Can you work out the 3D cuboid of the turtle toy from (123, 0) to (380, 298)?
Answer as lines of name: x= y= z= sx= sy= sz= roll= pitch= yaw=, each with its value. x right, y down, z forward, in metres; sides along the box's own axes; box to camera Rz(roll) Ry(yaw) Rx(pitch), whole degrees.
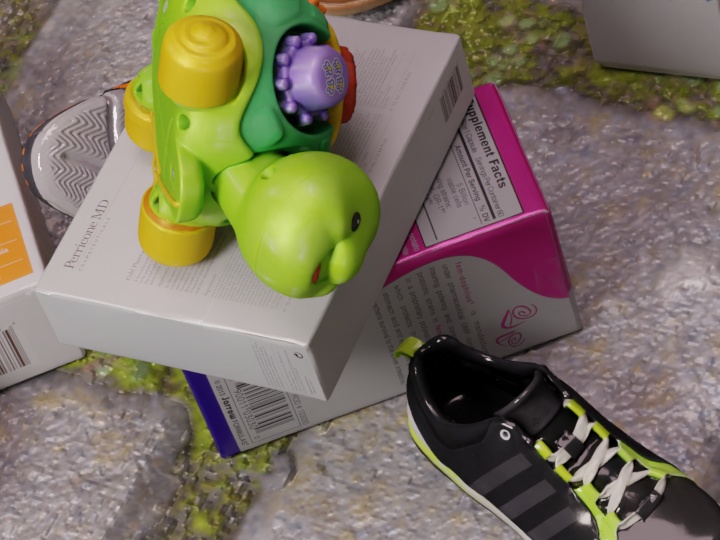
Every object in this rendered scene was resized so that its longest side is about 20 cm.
turtle toy: x=-0.050 y=-0.069 z=1.323 sx=0.101 sy=0.146 sz=0.200 roll=-1 pitch=49 yaw=-12

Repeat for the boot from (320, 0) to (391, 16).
boot: x=0.018 y=-0.253 z=1.624 sx=0.074 sy=0.155 sz=0.200 roll=29 pitch=65 yaw=33

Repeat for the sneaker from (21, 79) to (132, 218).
sneaker: x=-0.123 y=-0.063 z=1.533 sx=0.112 sy=0.078 sz=0.200 roll=4 pitch=9 yaw=43

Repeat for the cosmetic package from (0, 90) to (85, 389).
cosmetic package: x=-0.228 y=-0.026 z=1.568 sx=0.101 sy=0.071 sz=0.200 roll=-22 pitch=49 yaw=-2

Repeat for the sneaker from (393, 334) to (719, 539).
sneaker: x=0.091 y=0.092 z=1.372 sx=0.200 sy=0.083 sz=0.072 roll=27 pitch=64 yaw=32

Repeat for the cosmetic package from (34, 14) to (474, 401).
cosmetic package: x=-0.050 y=-0.040 z=1.408 sx=0.151 sy=0.052 sz=0.200 roll=13 pitch=57 yaw=22

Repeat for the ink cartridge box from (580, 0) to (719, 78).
ink cartridge box: x=0.184 y=-0.228 z=1.562 sx=0.085 sy=0.145 sz=0.200 roll=8 pitch=55 yaw=22

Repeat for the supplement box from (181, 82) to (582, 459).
supplement box: x=0.000 y=0.000 z=1.461 sx=0.200 sy=0.101 sz=0.103 roll=-19 pitch=49 yaw=1
